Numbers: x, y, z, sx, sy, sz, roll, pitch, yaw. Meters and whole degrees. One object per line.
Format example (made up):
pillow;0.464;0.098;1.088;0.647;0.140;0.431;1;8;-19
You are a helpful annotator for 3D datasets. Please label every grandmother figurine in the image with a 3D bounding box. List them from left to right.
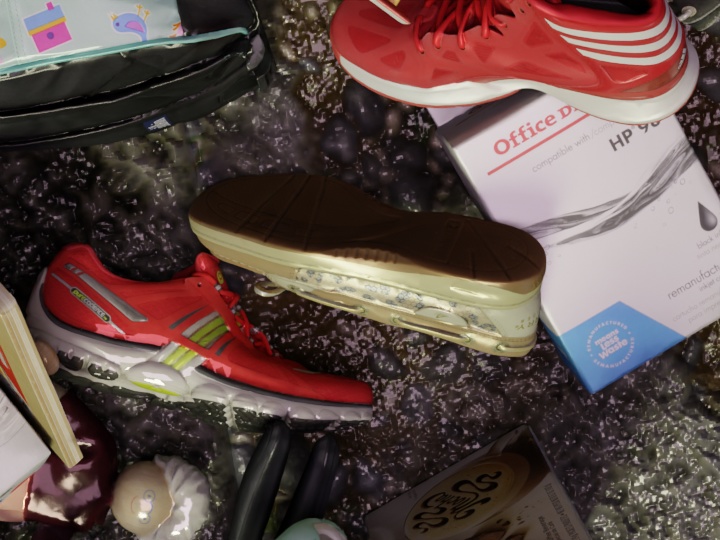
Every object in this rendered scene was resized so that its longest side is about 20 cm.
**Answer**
grandmother figurine;-0.181;0.117;1.099;0.198;0.061;0.122;10;112;-5

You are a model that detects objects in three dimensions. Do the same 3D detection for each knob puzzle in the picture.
knob puzzle;-0.210;-0.011;1.007;0.030;0.219;0.221;-38;106;-16

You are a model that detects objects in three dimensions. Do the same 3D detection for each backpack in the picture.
backpack;-0.156;-0.134;0.978;0.198;0.176;0.155;-19;89;1

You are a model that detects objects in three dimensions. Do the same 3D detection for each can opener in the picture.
can opener;-0.054;0.160;1.090;0.063;0.079;0.201;15;124;-17

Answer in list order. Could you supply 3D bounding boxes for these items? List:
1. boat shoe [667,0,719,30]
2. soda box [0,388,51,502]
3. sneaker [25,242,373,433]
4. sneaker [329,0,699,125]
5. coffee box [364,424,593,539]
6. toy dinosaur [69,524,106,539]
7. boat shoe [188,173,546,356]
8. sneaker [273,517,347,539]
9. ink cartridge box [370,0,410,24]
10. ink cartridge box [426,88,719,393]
boat shoe;0.174;-0.159;1.045;0.198;0.071;0.064;-1;93;-11
soda box;-0.246;0.039;1.036;0.063;0.068;0.200;-39;90;-12
sneaker;-0.080;0.035;1.078;0.198;0.077;0.086;18;76;-12
sneaker;0.067;-0.137;0.997;0.198;0.116;0.079;6;65;20
coffee box;0.076;0.171;1.063;0.112;0.200;0.080;-30;105;3
toy dinosaur;-0.157;0.192;1.069;0.088;0.047;0.201;-37;94;10
boat shoe;0.000;0.000;1.058;0.198;0.073;0.063;15;129;20
sneaker;0.005;0.219;1.050;0.078;0.201;0.140;-40;62;-14
ink cartridge box;-0.015;-0.181;0.963;0.109;0.200;0.051;35;99;-13
ink cartridge box;0.120;-0.051;1.079;0.115;0.067;0.201;-31;105;2
